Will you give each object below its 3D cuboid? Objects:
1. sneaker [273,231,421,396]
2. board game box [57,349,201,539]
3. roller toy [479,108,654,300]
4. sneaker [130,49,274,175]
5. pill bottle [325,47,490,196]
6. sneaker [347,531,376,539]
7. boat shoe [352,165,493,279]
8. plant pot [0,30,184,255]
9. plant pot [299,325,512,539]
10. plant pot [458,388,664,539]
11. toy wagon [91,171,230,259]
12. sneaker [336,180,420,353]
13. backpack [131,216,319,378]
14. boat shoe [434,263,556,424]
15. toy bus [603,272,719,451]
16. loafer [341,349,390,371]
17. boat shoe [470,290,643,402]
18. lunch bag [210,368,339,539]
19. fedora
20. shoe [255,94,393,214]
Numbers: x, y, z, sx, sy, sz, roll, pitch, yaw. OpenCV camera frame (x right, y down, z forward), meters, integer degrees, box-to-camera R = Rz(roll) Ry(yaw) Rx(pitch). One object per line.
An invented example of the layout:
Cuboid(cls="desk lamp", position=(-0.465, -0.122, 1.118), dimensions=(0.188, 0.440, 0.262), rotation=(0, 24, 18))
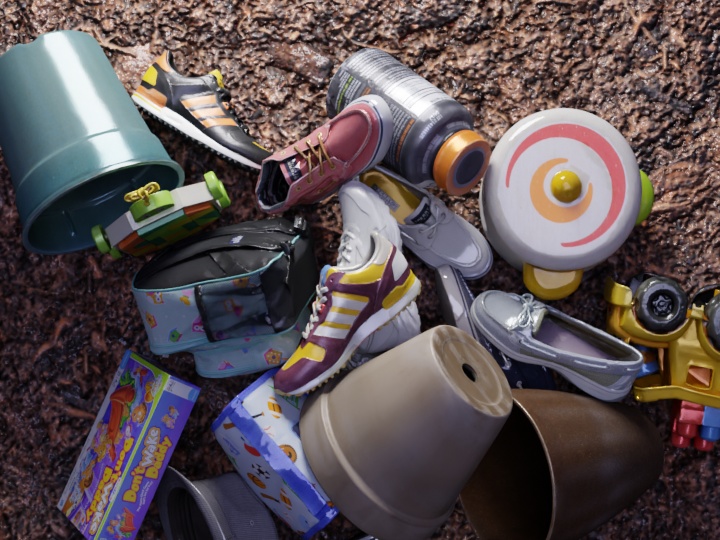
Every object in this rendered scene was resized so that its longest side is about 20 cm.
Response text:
Cuboid(cls="sneaker", position=(-0.031, 0.046, 1.290), dimensions=(0.200, 0.075, 0.091), rotation=(-42, 107, -13))
Cuboid(cls="board game box", position=(-0.266, 0.204, 1.371), dimensions=(0.044, 0.134, 0.203), rotation=(27, 84, -33))
Cuboid(cls="roller toy", position=(0.227, -0.086, 1.386), dimensions=(0.200, 0.140, 0.183), rotation=(-43, 85, -2))
Cuboid(cls="sneaker", position=(-0.175, -0.190, 1.438), dimensions=(0.198, 0.070, 0.091), rotation=(29, 89, 6))
Cuboid(cls="pill bottle", position=(0.058, -0.165, 1.376), dimensions=(0.106, 0.106, 0.200), rotation=(-47, 57, -3))
Cuboid(cls="sneaker", position=(0.060, 0.350, 1.379), dimensions=(0.197, 0.076, 0.118), rotation=(6, 86, 4))
Cuboid(cls="boat shoe", position=(0.073, -0.060, 1.421), dimensions=(0.199, 0.070, 0.071), rotation=(39, 86, 5))
Cuboid(cls="plant pot", position=(-0.333, -0.153, 1.387), dimensions=(0.198, 0.200, 0.198), rotation=(-28, 77, -2))
Cuboid(cls="plant pot", position=(0.062, 0.157, 1.263), dimensions=(0.200, 0.200, 0.174), rotation=(48, 118, 5))
Cuboid(cls="plant pot", position=(0.234, 0.212, 1.337), dimensions=(0.197, 0.186, 0.190), rotation=(-7, 83, -29))
Cuboid(cls="toy wagon", position=(-0.227, -0.061, 1.362), dimensions=(0.153, 0.200, 0.040), rotation=(-26, 86, -2))
Cuboid(cls="sneaker", position=(0.000, 0.000, 1.360), dimensions=(0.098, 0.078, 0.203), rotation=(-16, 87, -19))
Cuboid(cls="backpack", position=(-0.154, 0.031, 1.365), dimensions=(0.196, 0.176, 0.156), rotation=(-3, 113, 12))
Cuboid(cls="boat shoe", position=(0.159, 0.077, 1.412), dimensions=(0.091, 0.075, 0.203), rotation=(-21, 93, -7))
Cuboid(cls="toy bus", position=(0.367, 0.106, 1.377), dimensions=(0.196, 0.136, 0.196), rotation=(11, 95, 4))
Cuboid(cls="loafer", position=(0.046, 0.136, 1.403), dimensions=(0.198, 0.070, 0.071), rotation=(33, 86, 4))
Cuboid(cls="boat shoe", position=(0.218, 0.072, 1.342), dimensions=(0.200, 0.065, 0.075), rotation=(31, 48, 13))
Cuboid(cls="lunch bag", position=(-0.077, 0.203, 1.334), dimensions=(0.124, 0.200, 0.170), rotation=(-43, 84, -3))
Cuboid(cls="fedora", position=(-0.153, 0.302, 1.364), dimensions=(0.089, 0.177, 0.202), rotation=(-18, 74, -30))
Cuboid(cls="shoe", position=(-0.045, -0.125, 1.360), dimensions=(0.090, 0.200, 0.072), rotation=(-23, 81, -38))
